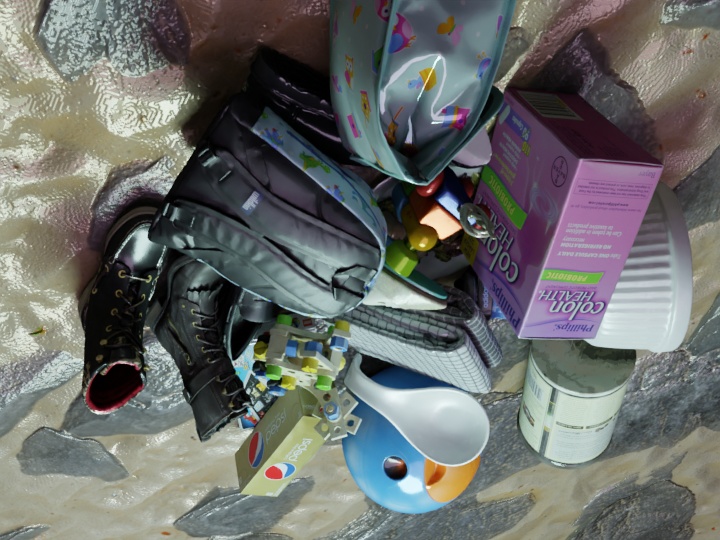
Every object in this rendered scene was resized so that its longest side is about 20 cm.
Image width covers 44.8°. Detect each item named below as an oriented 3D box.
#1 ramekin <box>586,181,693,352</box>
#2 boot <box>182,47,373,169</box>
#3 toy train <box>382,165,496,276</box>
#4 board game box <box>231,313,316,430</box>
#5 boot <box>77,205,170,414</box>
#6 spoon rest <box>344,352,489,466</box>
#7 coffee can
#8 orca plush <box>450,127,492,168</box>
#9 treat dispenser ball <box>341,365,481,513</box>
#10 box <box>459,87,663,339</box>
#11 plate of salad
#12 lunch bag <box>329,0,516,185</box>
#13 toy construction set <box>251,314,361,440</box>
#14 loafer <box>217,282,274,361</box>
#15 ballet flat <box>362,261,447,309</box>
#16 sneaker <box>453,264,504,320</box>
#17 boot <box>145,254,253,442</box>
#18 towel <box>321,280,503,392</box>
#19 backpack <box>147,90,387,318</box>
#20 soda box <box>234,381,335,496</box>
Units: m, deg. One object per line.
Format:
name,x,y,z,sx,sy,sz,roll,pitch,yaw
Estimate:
ramekin,0.310,-0.002,1.039,0.103,0.202,0.202,-3,139,1
boot,-0.062,-0.110,0.885,0.198,0.077,0.169,23,124,-27
toy train,0.067,-0.040,0.880,0.084,0.201,0.116,35,108,-23
board game box,-0.116,0.139,1.181,0.124,0.035,0.202,-10,139,-7
boot,-0.253,0.044,0.944,0.072,0.152,0.200,18,129,-33
spoon rest,0.066,0.172,1.092,0.198,0.061,0.101,26,105,12
coffee can,0.308,0.173,1.264,0.144,0.148,0.202,-10,139,-6
orca plush,0.046,-0.163,0.870,0.198,0.107,0.071,22,159,-39
treat dispenser ball,0.072,0.232,1.216,0.198,0.203,0.202,-9,139,-7
box,0.199,-0.061,0.914,0.095,0.177,0.202,1,122,-18
plate of salad,0.084,-0.047,1.026,0.197,0.048,0.202,-9,138,-8
lunch bag,0.039,-0.178,0.720,0.120,0.170,0.203,4,104,-21
toy construction set,-0.059,0.121,1.042,0.129,0.093,0.201,4,142,13
loafer,-0.120,0.027,1.021,0.067,0.071,0.201,-5,143,-41
ballet flat,0.000,0.000,0.949,0.198,0.068,0.063,32,105,-3
sneaker,0.183,0.032,1.059,0.109,0.200,0.078,-1,94,-20
boot,-0.165,0.084,0.989,0.069,0.175,0.200,-14,155,-40
towel,0.063,0.065,1.049,0.198,0.087,0.166,17,164,25
backpack,-0.065,-0.047,0.807,0.199,0.154,0.164,35,112,-2
soda box,-0.103,0.232,1.211,0.063,0.068,0.201,13,132,-30
